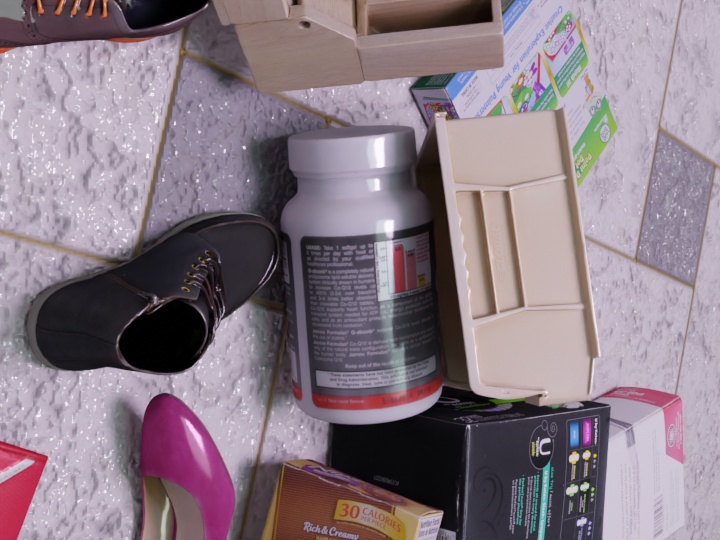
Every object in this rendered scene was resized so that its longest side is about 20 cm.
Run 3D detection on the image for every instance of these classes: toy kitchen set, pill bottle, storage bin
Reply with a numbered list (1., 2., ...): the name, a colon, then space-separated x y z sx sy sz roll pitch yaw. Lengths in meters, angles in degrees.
1. toy kitchen set: -0.005 -0.246 0.705 0.201 0.177 0.166 72 15 -64
2. pill bottle: 0.000 0.000 0.818 0.115 0.115 0.204 -15 106 -44
3. storage bin: 0.102 -0.003 0.832 0.092 0.200 0.203 -6 86 -2

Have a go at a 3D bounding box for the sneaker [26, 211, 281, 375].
1. sneaker: -0.103 0.019 0.717 0.199 0.105 0.076 -30 115 -40

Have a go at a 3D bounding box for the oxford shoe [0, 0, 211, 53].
1. oxford shoe: -0.175 -0.165 0.642 0.198 0.072 0.073 -16 107 -44

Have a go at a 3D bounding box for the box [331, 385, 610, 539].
1. box: 0.092 0.167 0.911 0.198 0.147 0.127 0 94 -46

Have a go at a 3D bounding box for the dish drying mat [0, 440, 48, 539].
1. dish drying mat: -0.249 0.196 0.648 0.076 0.018 0.203 31 72 -45

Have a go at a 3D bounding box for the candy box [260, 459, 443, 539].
1. candy box: -0.026 0.251 0.801 0.056 0.115 0.204 20 86 -67

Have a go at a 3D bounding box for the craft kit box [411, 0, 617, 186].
1. craft kit box: 0.148 -0.145 1.011 0.201 0.048 0.199 -51 125 -30

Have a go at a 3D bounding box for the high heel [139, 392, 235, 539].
1. high heel: -0.133 0.185 0.737 0.096 0.066 0.203 -37 134 -49

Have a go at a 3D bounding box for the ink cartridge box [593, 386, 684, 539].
1. ink cartridge box: 0.248 0.218 1.131 0.198 0.082 0.149 -15 106 -45
